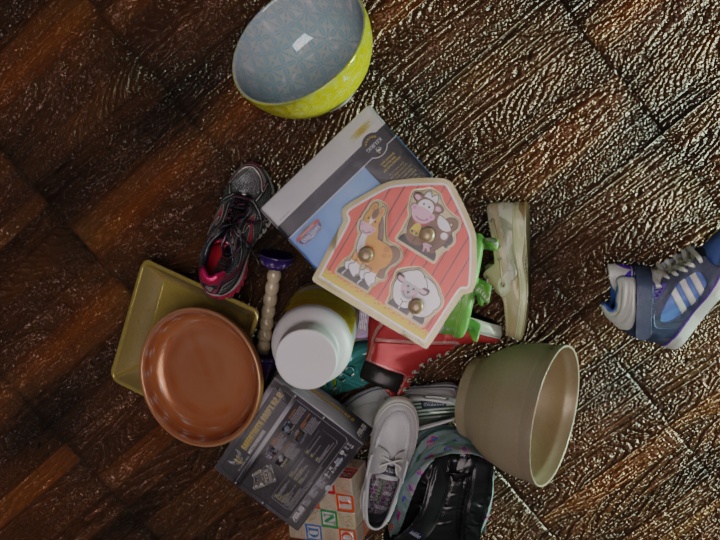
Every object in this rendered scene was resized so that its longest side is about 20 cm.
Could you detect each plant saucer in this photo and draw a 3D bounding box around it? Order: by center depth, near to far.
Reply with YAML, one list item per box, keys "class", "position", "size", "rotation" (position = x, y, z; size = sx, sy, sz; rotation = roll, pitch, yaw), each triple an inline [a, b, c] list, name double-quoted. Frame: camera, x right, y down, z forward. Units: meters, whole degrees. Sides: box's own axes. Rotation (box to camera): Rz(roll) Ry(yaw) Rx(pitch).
- class: "plant saucer"
  position: [-0.223, 0.149, 1.413]
  size: [0.199, 0.037, 0.202]
  rotation: [3, 98, 22]
- class: "plant saucer"
  position: [-0.253, 0.107, 1.466]
  size: [0.199, 0.048, 0.201]
  rotation: [23, 106, 14]

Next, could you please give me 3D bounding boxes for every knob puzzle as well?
- class: "knob puzzle"
  position: [0.060, -0.029, 1.259]
  size: [0.218, 0.030, 0.221]
  rotation: [0, 90, 7]

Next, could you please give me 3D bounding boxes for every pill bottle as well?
- class: "pill bottle"
  position: [-0.062, 0.090, 1.360]
  size: [0.110, 0.200, 0.112]
  rotation: [1, 103, 3]

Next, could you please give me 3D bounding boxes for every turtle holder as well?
- class: "turtle holder"
  position: [0.114, -0.004, 1.348]
  size: [0.131, 0.141, 0.187]
  rotation: [11, 72, 5]

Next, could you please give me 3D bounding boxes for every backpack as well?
- class: "backpack"
  position: [0.121, 0.335, 1.477]
  size: [0.166, 0.127, 0.201]
  rotation: [7, 110, -17]

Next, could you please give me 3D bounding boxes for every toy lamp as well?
- class: "toy lamp"
  position: [-0.139, 0.073, 1.463]
  size: [0.058, 0.058, 0.201]
  rotation: [8, 104, 1]

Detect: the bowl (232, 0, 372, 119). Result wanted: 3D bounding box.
- class: "bowl"
  position: [-0.061, -0.274, 1.330]
  size: [0.199, 0.201, 0.108]
  rotation: [-30, 143, 11]

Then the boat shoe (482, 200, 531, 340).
- class: "boat shoe"
  position: [0.210, 0.001, 1.419]
  size: [0.064, 0.072, 0.202]
  rotation: [0, 104, 14]

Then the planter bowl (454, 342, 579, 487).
- class: "planter bowl"
  position: [0.217, 0.192, 1.417]
  size: [0.134, 0.200, 0.202]
  rotation: [11, 107, 29]

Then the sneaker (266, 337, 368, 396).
- class: "sneaker"
  position: [-0.048, 0.164, 1.469]
  size: [0.199, 0.080, 0.078]
  rotation: [-24, 102, 8]

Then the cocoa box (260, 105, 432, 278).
- class: "cocoa box"
  position: [-0.013, -0.101, 1.349]
  size: [0.200, 0.133, 0.131]
  rotation: [-43, 88, 4]

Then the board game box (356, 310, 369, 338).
- class: "board game box"
  position: [0.000, 0.000, 1.451]
  size: [0.119, 0.032, 0.202]
  rotation: [-5, 103, 1]

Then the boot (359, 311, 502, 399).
- class: "boot"
  position: [0.101, 0.123, 1.435]
  size: [0.199, 0.072, 0.145]
  rotation: [8, 96, -11]

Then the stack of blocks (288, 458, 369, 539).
- class: "stack of blocks"
  position: [-0.053, 0.308, 1.497]
  size: [0.114, 0.059, 0.201]
  rotation: [2, 107, 23]

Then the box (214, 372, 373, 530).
- class: "box"
  position: [-0.099, 0.258, 1.433]
  size: [0.158, 0.048, 0.200]
  rotation: [36, 117, 4]

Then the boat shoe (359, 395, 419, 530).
- class: "boat shoe"
  position: [0.038, 0.280, 1.423]
  size: [0.072, 0.069, 0.201]
  rotation: [16, 109, -8]

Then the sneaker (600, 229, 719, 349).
- class: "sneaker"
  position: [0.427, 0.006, 1.397]
  size: [0.146, 0.081, 0.201]
  rotation: [25, 110, -7]

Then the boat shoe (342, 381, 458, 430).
- class: "boat shoe"
  position: [0.057, 0.208, 1.479]
  size: [0.199, 0.067, 0.074]
  rotation: [-16, 103, 9]

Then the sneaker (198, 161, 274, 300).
- class: "sneaker"
  position: [-0.173, -0.060, 1.396]
  size: [0.080, 0.075, 0.201]
  rotation: [12, 76, 8]
